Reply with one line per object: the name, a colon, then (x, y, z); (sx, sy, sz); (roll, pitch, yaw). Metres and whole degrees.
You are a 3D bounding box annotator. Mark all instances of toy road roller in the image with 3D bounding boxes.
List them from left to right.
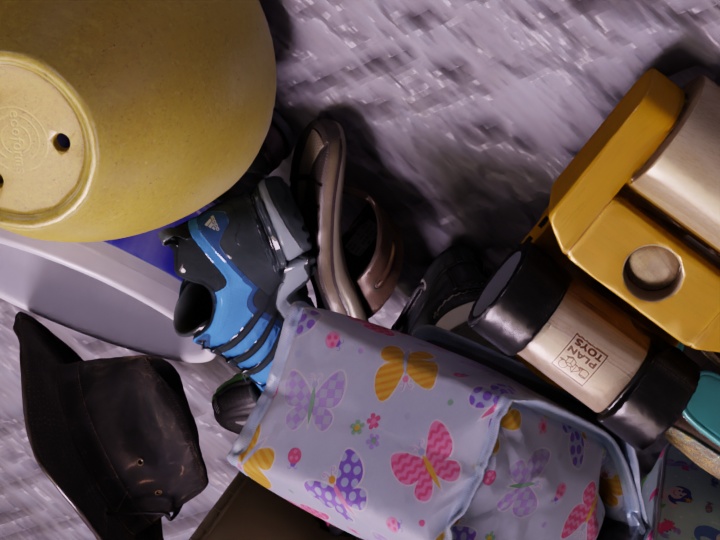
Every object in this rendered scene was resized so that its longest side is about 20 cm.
toy road roller: (0.154, -0.019, 1.612); (0.123, 0.146, 0.200); (35, 113, -8)

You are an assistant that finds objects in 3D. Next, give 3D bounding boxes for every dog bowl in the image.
dog bowl: (-0.168, -0.018, 1.859); (0.199, 0.079, 0.200); (20, 167, 5)

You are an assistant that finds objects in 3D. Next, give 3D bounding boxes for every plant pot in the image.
plant pot: (-0.163, -0.094, 1.654); (0.199, 0.142, 0.201); (8, 116, 17)

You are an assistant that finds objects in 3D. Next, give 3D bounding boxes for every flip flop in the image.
flip flop: (0.000, 0.000, 1.784); (0.081, 0.057, 0.201); (-123, 19, -65)

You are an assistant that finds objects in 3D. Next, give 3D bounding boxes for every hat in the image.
hat: (-0.143, 0.103, 1.915); (0.081, 0.201, 0.201); (-24, 129, 10)

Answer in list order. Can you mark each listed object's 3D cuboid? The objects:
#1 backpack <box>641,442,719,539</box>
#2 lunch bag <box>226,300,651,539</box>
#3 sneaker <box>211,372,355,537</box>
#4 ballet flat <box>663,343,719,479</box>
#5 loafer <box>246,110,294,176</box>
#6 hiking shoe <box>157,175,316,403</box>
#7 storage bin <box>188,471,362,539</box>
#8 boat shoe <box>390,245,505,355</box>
backpack: (0.212, 0.214, 1.816); (0.200, 0.178, 0.151); (36, 120, -9)
lunch bag: (0.054, 0.104, 1.699); (0.169, 0.128, 0.200); (22, 176, 37)
sneaker: (-0.012, 0.129, 1.988); (0.199, 0.084, 0.077); (27, 149, 8)
ballet flat: (0.175, 0.062, 1.744); (0.200, 0.071, 0.071); (38, 150, -10)
loafer: (-0.138, -0.091, 1.796); (0.199, 0.063, 0.072); (22, 148, 16)
hiking shoe: (-0.070, 0.025, 1.789); (0.086, 0.075, 0.201); (-16, 137, -8)
storage bin: (-0.022, 0.226, 2.019); (0.199, 0.199, 0.094); (29, 116, 5)
boat shoe: (0.044, 0.050, 1.845); (0.074, 0.066, 0.200); (-13, 154, -14)
